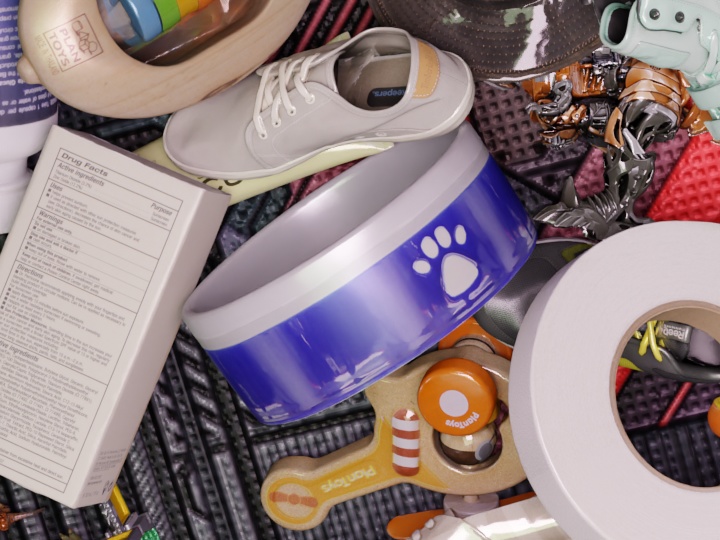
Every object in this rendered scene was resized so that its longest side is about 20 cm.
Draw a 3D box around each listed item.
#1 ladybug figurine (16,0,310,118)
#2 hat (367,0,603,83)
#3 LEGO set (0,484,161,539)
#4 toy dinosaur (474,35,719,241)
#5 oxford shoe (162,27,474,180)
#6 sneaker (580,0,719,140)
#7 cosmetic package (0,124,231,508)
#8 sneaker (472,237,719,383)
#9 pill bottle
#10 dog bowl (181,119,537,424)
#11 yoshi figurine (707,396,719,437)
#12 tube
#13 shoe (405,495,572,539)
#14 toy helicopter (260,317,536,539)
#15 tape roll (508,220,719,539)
[{"bbox_3d":[-0.116,-0.163,1.477,0.200,0.072,0.136,-30,105,-20],"label":"ladybug figurine"},{"bbox_3d":[0.077,-0.209,1.440,0.200,0.081,0.201,0,88,11],"label":"hat"},{"bbox_3d":[-0.203,0.177,1.591,0.153,0.116,0.201,-14,102,11],"label":"LEGO set"},{"bbox_3d":[0.152,-0.083,1.486,0.200,0.102,0.136,18,91,25],"label":"toy dinosaur"},{"bbox_3d":[-0.032,-0.099,1.473,0.199,0.058,0.075,-8,65,29],"label":"oxford shoe"},{"bbox_3d":[0.187,-0.103,1.414,0.118,0.074,0.201,-14,85,-31],"label":"sneaker"},{"bbox_3d":[-0.164,0.027,1.496,0.103,0.073,0.200,24,93,11],"label":"cosmetic package"},{"bbox_3d":[0.163,0.024,1.503,0.199,0.085,0.075,8,91,-1],"label":"sneaker"},{"bbox_3d":[-0.234,-0.127,1.515,0.111,0.111,0.201,3,105,8],"label":"pill bottle"},{"bbox_3d":[0.000,0.000,1.470,0.200,0.200,0.079,-32,101,15],"label":"dog bowl"},{"bbox_3d":[0.234,0.181,1.539,0.112,0.112,0.201,6,108,15],"label":"yoshi figurine"},{"bbox_3d":[-0.083,-0.070,1.543,0.200,0.052,0.058,-23,119,11],"label":"tube"},{"bbox_3d":[0.081,0.158,1.536,0.199,0.070,0.054,-14,90,4],"label":"shoe"},{"bbox_3d":[0.030,0.119,1.577,0.200,0.079,0.132,-23,110,25],"label":"toy helicopter"},{"bbox_3d":[0.180,0.072,1.419,0.202,0.037,0.203,5,75,-18],"label":"tape roll"}]
